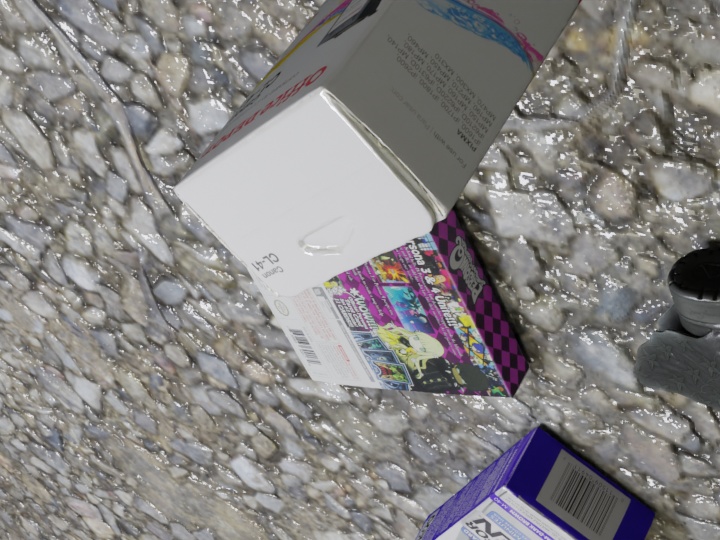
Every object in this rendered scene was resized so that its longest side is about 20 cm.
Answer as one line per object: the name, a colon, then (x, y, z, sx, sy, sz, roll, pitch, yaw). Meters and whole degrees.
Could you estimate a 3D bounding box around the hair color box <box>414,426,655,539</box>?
hair color box: (0.119, 0.204, 1.138, 0.109, 0.065, 0.200, 36, 147, -1)

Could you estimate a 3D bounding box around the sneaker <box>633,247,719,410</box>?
sneaker: (0.241, 0.046, 0.856, 0.198, 0.060, 0.105, 14, 139, 37)

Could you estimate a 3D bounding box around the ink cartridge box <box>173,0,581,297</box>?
ink cartridge box: (0.017, -0.098, 0.754, 0.086, 0.201, 0.147, 45, 144, -14)

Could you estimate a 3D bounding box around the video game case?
video game case: (0.000, 0.000, 1.026, 0.180, 0.036, 0.201, 1, 132, 40)
